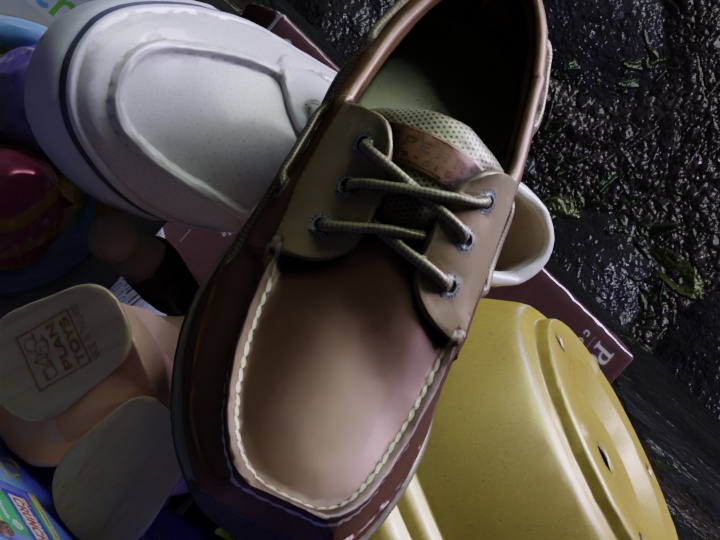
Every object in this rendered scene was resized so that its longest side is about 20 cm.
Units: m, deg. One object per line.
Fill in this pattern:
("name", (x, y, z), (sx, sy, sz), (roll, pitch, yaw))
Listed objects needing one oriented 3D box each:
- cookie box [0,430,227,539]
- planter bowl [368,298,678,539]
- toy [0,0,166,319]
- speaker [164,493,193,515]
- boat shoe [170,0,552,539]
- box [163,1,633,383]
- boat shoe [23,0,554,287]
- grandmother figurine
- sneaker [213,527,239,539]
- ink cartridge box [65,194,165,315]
("cookie box", (-0.078, 0.121, 0.594), (0.200, 0.075, 0.171), (34, 11, -38))
("planter bowl", (0.043, 0.072, 0.679), (0.201, 0.083, 0.201), (56, 16, -26))
("toy", (-0.128, -0.027, 0.700), (0.115, 0.200, 0.047), (39, -12, 0))
("speaker", (-0.147, 0.023, 0.771), (0.200, 0.081, 0.081), (43, 9, 14))
("boat shoe", (0.005, -0.015, 0.607), (0.075, 0.074, 0.201), (24, 48, -6))
("box", (0.000, 0.000, 0.876), (0.200, 0.100, 0.075), (42, -2, -17))
("boat shoe", (-0.013, -0.034, 0.708), (0.070, 0.071, 0.199), (10, -11, 47))
("grandmother figurine", (-0.051, 0.037, 0.691), (0.122, 0.060, 0.200), (69, 13, 9))
("sneaker", (0.009, 0.168, 0.769), (0.200, 0.074, 0.084), (53, 14, 14))
("ink cartridge box", (-0.141, -0.029, 0.856), (0.200, 0.043, 0.199), (42, -22, 27))
